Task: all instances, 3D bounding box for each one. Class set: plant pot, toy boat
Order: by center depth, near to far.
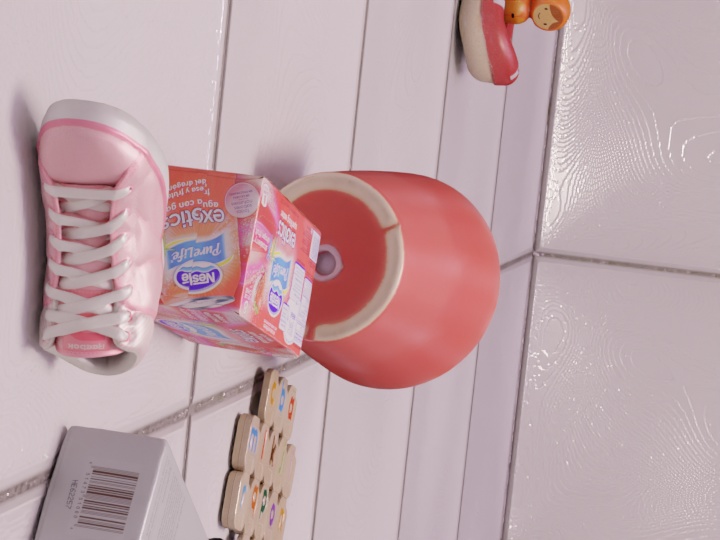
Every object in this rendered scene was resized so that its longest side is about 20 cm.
[{"bbox_3d":[0.000,0.000,1.876,0.177,0.200,0.201,18,79,-68],"label":"plant pot"},{"bbox_3d":[0.196,-0.326,2.725,0.131,0.130,0.201,68,31,-66],"label":"toy boat"}]

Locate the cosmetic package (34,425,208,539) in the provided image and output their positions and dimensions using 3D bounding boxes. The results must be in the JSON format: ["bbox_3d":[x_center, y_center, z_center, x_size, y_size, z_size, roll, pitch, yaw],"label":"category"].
[{"bbox_3d":[-0.157,0.195,1.485,0.200,0.074,0.102,81,20,-58],"label":"cosmetic package"}]

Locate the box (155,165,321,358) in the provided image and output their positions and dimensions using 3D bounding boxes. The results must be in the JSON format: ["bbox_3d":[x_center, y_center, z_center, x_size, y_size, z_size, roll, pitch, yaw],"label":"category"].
[{"bbox_3d":[-0.099,-0.004,1.582,0.200,0.094,0.103,42,55,-75],"label":"box"}]

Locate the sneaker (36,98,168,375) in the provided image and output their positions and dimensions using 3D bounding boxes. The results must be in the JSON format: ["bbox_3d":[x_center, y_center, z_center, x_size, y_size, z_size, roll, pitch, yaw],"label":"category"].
[{"bbox_3d":[-0.159,-0.009,1.336,0.201,0.075,0.105,87,9,-55],"label":"sneaker"}]

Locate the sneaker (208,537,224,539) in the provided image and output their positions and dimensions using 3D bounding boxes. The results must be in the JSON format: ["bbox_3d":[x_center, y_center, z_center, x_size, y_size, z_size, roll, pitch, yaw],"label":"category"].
[{"bbox_3d":[-0.115,0.271,1.719,0.200,0.073,0.112,70,31,-63],"label":"sneaker"}]

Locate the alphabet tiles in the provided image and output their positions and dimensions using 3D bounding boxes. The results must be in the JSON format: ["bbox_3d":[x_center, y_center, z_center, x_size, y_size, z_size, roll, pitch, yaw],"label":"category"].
[{"bbox_3d":[-0.089,0.191,1.946,0.200,0.015,0.196,53,46,-73],"label":"alphabet tiles"}]
